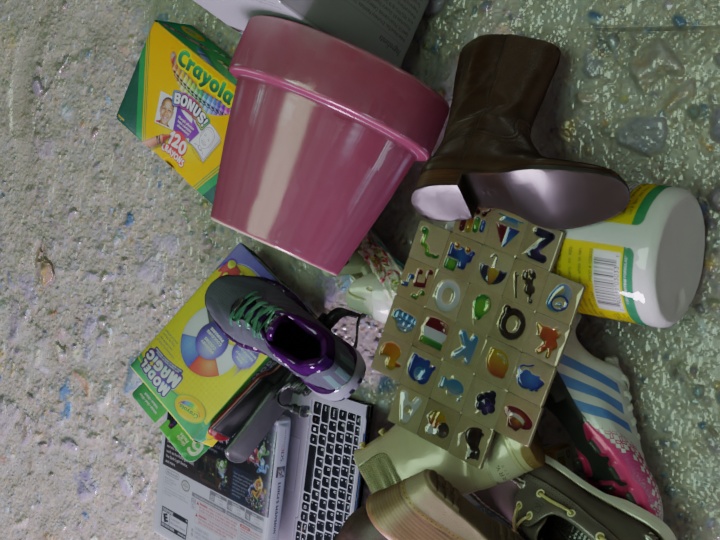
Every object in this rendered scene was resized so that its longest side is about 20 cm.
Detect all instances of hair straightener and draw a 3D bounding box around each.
[{"bbox_3d":[-0.059,0.115,1.272,0.200,0.041,0.077,-44,50,0],"label":"hair straightener"}]

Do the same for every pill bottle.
[{"bbox_3d":[0.175,-0.023,1.086,0.198,0.112,0.115,10,99,35],"label":"pill bottle"}]

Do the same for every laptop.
[{"bbox_3d":[-0.052,0.222,1.269,0.198,0.115,0.190,14,101,35],"label":"laptop"}]

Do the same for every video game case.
[{"bbox_3d":[-0.150,0.219,1.377,0.199,0.023,0.185,15,102,47],"label":"video game case"}]

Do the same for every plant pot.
[{"bbox_3d":[-0.043,-0.103,1.164,0.199,0.199,0.181,23,90,33],"label":"plant pot"}]

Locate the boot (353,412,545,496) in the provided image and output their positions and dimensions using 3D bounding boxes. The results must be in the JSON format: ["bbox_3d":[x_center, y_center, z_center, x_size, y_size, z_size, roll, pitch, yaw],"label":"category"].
[{"bbox_3d":[0.060,0.118,1.133,0.154,0.073,0.201,-32,52,14],"label":"boot"}]

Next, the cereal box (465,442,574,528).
[{"bbox_3d":[0.136,0.262,1.178,0.143,0.039,0.203,-10,87,37],"label":"cereal box"}]

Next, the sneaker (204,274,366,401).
[{"bbox_3d":[-0.082,0.046,1.234,0.199,0.088,0.075,29,79,31],"label":"sneaker"}]

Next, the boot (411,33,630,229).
[{"bbox_3d":[0.147,-0.127,1.074,0.184,0.201,0.065,4,138,24],"label":"boot"}]

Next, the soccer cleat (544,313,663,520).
[{"bbox_3d":[0.209,0.125,1.100,0.201,0.086,0.070,56,154,-4],"label":"soccer cleat"}]

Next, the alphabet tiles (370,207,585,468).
[{"bbox_3d":[0.092,0.048,1.062,0.165,0.006,0.202,23,97,35],"label":"alphabet tiles"}]

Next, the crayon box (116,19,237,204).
[{"bbox_3d":[-0.158,-0.159,1.359,0.200,0.058,0.120,40,115,28],"label":"crayon box"}]

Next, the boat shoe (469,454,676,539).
[{"bbox_3d":[0.163,0.208,1.085,0.198,0.059,0.073,24,132,31],"label":"boat shoe"}]

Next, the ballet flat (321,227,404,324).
[{"bbox_3d":[0.000,0.000,1.241,0.200,0.063,0.076,51,155,28],"label":"ballet flat"}]

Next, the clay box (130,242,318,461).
[{"bbox_3d":[-0.147,0.085,1.327,0.200,0.048,0.115,-48,64,1],"label":"clay box"}]

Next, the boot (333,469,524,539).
[{"bbox_3d":[0.057,0.269,1.068,0.200,0.072,0.166,45,112,-8],"label":"boot"}]

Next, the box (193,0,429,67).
[{"bbox_3d":[-0.065,-0.284,1.180,0.197,0.199,0.132,24,89,33],"label":"box"}]
